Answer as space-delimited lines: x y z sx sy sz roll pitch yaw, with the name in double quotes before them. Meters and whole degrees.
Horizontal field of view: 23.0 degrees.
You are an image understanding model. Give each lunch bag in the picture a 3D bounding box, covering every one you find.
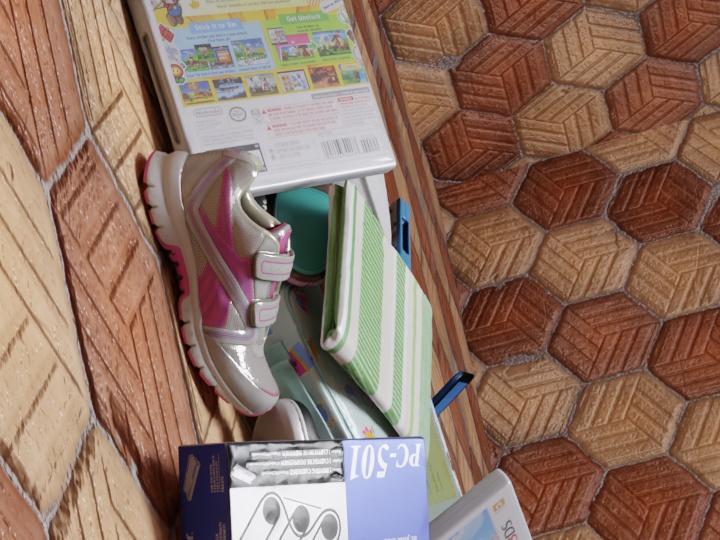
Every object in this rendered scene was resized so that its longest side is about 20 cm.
"lunch bag" -0.035 0.098 1.397 0.201 0.077 0.160 61 16 -5

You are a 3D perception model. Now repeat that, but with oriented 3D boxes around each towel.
"towel" 0.015 0.042 1.394 0.200 0.023 0.154 55 31 -53

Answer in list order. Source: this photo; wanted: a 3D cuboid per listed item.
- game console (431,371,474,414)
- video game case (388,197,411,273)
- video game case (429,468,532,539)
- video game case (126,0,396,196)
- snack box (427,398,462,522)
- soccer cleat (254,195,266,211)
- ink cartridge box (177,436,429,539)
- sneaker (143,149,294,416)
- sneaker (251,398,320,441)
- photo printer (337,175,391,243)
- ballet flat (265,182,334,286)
"game console" 0.100 0.223 2.179 0.200 0.117 0.173 26 49 -80
"video game case" -0.006 0.014 1.698 0.018 0.143 0.200 43 16 -14
"video game case" 0.061 0.274 1.476 0.022 0.199 0.183 45 -12 35
"video game case" -0.075 -0.150 1.368 0.199 0.023 0.184 -13 81 -41
"snack box" 0.030 0.197 1.585 0.037 0.115 0.202 64 8 -63
"soccer cleat" -0.111 -0.076 1.377 0.068 0.072 0.202 137 -39 -64
"ink cartridge box" -0.031 0.154 1.120 0.199 0.044 0.095 6 79 -52
"sneaker" -0.085 0.005 1.246 0.081 0.087 0.202 -77 152 -76
"sneaker" -0.013 0.187 1.313 0.073 0.111 0.202 -5 -85 56
"photo printer" -0.026 -0.123 1.611 0.201 0.069 0.168 70 9 -53
"ballet flat" -0.055 -0.057 1.411 0.071 0.069 0.202 -47 -143 44
